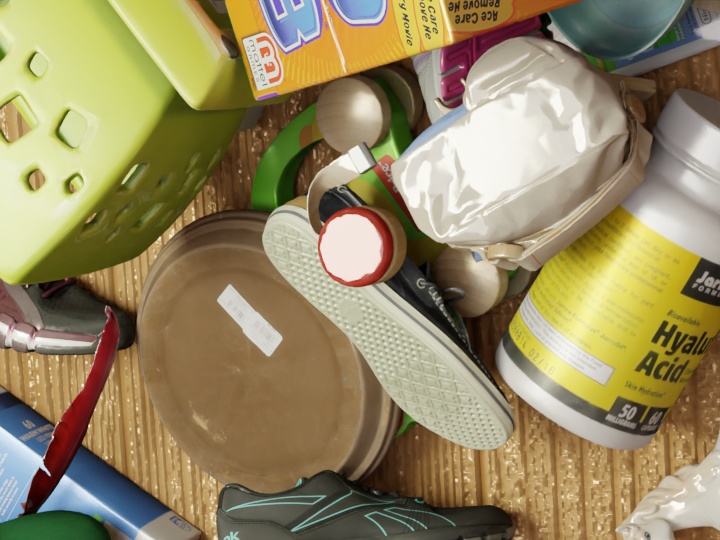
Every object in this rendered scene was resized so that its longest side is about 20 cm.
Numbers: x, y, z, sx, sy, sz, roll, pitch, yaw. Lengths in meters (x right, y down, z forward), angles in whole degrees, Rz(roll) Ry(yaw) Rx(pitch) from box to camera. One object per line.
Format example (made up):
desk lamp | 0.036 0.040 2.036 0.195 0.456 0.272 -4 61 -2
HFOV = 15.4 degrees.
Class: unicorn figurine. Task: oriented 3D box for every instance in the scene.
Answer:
unicorn figurine | 0.238 0.123 1.609 0.137 0.074 0.201 19 90 26

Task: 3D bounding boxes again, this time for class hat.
hat | -0.180 0.175 1.726 0.165 0.176 0.200 41 147 6

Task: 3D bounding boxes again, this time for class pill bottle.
pill bottle | 0.172 -0.003 1.584 0.111 0.111 0.201 32 108 12

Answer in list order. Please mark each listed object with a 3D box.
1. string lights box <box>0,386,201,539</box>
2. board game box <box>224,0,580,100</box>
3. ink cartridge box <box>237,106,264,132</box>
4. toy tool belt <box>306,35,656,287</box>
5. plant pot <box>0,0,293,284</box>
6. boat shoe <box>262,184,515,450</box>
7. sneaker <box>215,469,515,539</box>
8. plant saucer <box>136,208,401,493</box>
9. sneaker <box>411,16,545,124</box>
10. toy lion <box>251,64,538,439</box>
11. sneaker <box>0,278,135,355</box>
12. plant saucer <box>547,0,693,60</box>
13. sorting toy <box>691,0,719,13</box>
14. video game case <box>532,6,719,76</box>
string lights box | -0.218 0.164 1.778 0.200 0.059 0.103 35 108 12
board game box | 0.042 -0.226 1.437 0.199 0.199 0.201 -10 99 57
ink cartridge box | -0.096 -0.203 1.663 0.146 0.084 0.201 33 109 13
toy tool belt | 0.078 -0.054 1.548 0.200 0.123 0.125 -34 81 20
plant pot | -0.160 -0.127 1.554 0.181 0.199 0.200 -38 84 16
boat shoe | 0.027 0.026 1.602 0.200 0.062 0.075 46 142 -7
sneaker | 0.003 0.158 1.652 0.076 0.199 0.080 -59 43 50
plant saucer | -0.065 0.060 1.692 0.199 0.029 0.201 12 113 29
sneaker | 0.051 -0.170 1.622 0.088 0.081 0.201 9 111 58
toy lion | 0.000 0.000 1.679 0.191 0.069 0.200 -38 84 28
sneaker | -0.237 -0.014 1.751 0.199 0.076 0.116 12 99 18
plant saucer | 0.152 -0.222 1.524 0.200 0.027 0.201 13 105 61
sorting toy | 0.246 -0.231 1.467 0.198 0.069 0.201 22 109 52
video game case | 0.167 -0.224 1.600 0.181 0.022 0.201 -19 92 21
